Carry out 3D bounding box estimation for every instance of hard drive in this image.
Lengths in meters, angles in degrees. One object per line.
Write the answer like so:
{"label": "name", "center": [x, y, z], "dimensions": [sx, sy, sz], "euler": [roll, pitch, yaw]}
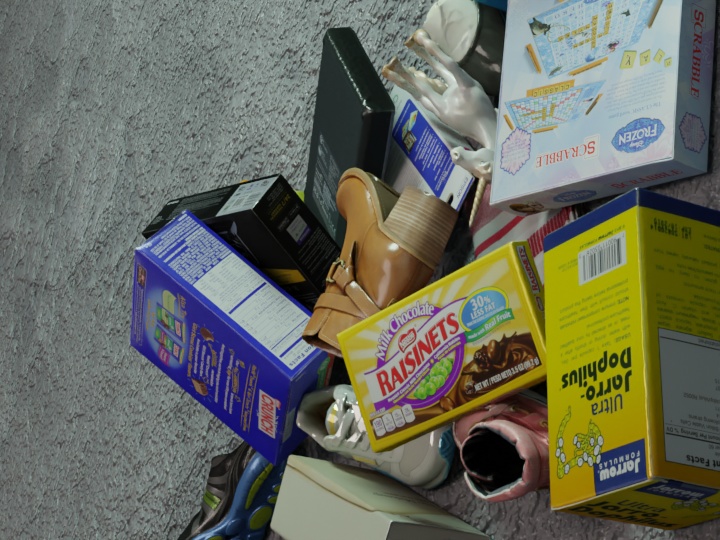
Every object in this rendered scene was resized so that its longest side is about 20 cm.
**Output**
{"label": "hard drive", "center": [-0.014, -0.110, 1.634], "dimensions": [0.140, 0.033, 0.201], "euler": [-115, 25, -46]}

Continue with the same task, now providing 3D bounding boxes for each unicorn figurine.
{"label": "unicorn figurine", "center": [0.081, -0.137, 1.452], "dimensions": [0.074, 0.137, 0.200], "euler": [-45, 5, 21]}

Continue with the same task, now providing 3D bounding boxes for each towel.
{"label": "towel", "center": [0.138, -0.008, 1.403], "dimensions": [0.144, 0.023, 0.202], "euler": [-45, 42, 46]}

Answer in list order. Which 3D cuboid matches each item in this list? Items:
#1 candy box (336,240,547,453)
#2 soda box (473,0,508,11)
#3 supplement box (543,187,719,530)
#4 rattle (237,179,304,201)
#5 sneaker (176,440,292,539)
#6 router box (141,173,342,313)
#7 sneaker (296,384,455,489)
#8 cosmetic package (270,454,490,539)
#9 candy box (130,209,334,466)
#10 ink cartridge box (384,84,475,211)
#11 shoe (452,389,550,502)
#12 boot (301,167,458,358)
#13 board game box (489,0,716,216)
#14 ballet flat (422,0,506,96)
{"label": "candy box", "center": [0.067, 0.061, 1.313], "dimensions": [0.199, 0.026, 0.103], "euler": [-30, 71, 41]}
{"label": "soda box", "center": [0.116, -0.315, 1.524], "dimensions": [0.068, 0.064, 0.201], "euler": [-56, 36, 34]}
{"label": "supplement box", "center": [0.200, 0.063, 1.169], "dimensions": [0.109, 0.108, 0.202], "euler": [-30, 53, 53]}
{"label": "rattle", "center": [-0.151, -0.027, 1.772], "dimensions": [0.198, 0.142, 0.132], "euler": [-3, 98, 32]}
{"label": "sneaker", "center": [-0.128, 0.235, 1.750], "dimensions": [0.200, 0.070, 0.083], "euler": [-55, 30, 27]}
{"label": "router box", "center": [-0.100, -0.007, 1.657], "dimensions": [0.199, 0.158, 0.052], "euler": [-8, 37, 51]}
{"label": "sneaker", "center": [0.015, 0.143, 1.504], "dimensions": [0.199, 0.080, 0.077], "euler": [2, 78, 60]}
{"label": "cosmetic package", "center": [0.013, 0.223, 1.453], "dimensions": [0.200, 0.103, 0.074], "euler": [19, 94, 61]}
{"label": "candy box", "center": [-0.123, 0.066, 1.626], "dimensions": [0.200, 0.077, 0.170], "euler": [40, 148, 16]}
{"label": "ink cartridge box", "center": [0.059, -0.089, 1.566], "dimensions": [0.095, 0.037, 0.200], "euler": [-64, 28, 23]}
{"label": "shoe", "center": [0.107, 0.131, 1.319], "dimensions": [0.199, 0.090, 0.072], "euler": [7, 98, 61]}
{"label": "boot", "center": [0.000, 0.000, 1.484], "dimensions": [0.156, 0.076, 0.200], "euler": [-60, 30, -4]}
{"label": "board game box", "center": [0.187, -0.156, 1.327], "dimensions": [0.199, 0.041, 0.202], "euler": [-12, 67, 52]}
{"label": "ballet flat", "center": [0.086, -0.236, 1.541], "dimensions": [0.068, 0.068, 0.201], "euler": [123, 146, -42]}
